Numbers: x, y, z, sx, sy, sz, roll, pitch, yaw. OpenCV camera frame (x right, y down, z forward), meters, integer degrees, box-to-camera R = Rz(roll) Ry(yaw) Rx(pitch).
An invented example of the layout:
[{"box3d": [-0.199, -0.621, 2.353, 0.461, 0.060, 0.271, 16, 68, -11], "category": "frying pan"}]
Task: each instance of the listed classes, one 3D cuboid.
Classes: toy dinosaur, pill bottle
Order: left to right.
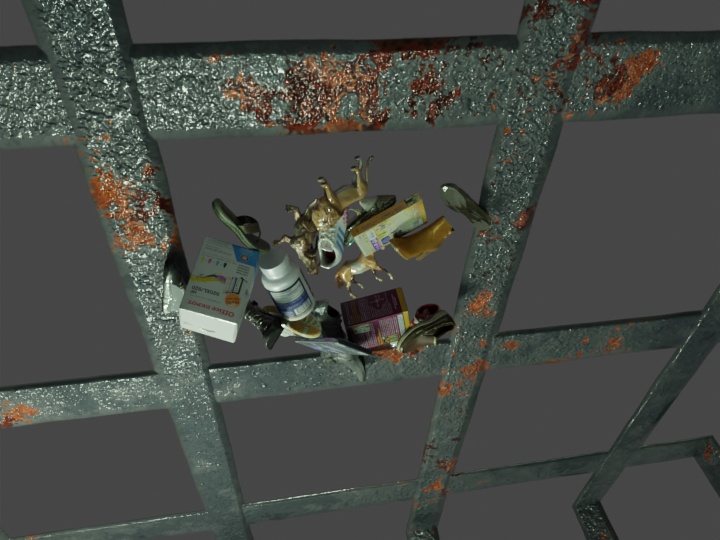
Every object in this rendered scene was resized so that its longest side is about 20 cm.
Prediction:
[{"box3d": [-0.206, 0.035, 1.486, 0.109, 0.112, 0.202, -17, 133, 4], "category": "pill bottle"}, {"box3d": [-0.139, -0.099, 1.399, 0.134, 0.085, 0.203, 4, 113, -46], "category": "toy dinosaur"}]

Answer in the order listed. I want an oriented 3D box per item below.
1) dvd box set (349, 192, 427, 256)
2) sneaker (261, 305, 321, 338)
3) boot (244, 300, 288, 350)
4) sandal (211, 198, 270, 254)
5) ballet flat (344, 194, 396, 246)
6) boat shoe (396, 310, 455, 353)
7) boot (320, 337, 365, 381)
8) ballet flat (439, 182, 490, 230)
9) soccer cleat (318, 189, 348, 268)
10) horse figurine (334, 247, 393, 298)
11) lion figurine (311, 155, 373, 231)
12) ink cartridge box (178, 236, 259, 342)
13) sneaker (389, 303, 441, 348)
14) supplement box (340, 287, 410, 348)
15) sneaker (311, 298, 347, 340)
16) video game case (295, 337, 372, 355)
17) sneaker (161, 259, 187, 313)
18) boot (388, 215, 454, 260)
[{"box3d": [0.078, -0.117, 1.411, 0.198, 0.030, 0.146, -29, 159, 4], "category": "dvd box set"}, {"box3d": [-0.203, 0.161, 1.605, 0.196, 0.077, 0.088, 16, 148, 14], "category": "sneaker"}, {"box3d": [-0.291, 0.130, 1.469, 0.172, 0.200, 0.070, 33, 95, -3], "category": "boot"}, {"box3d": [-0.290, -0.112, 1.359, 0.057, 0.080, 0.201, -38, 130, 5], "category": "sandal"}, {"box3d": [0.002, -0.144, 1.406, 0.075, 0.068, 0.199, 40, 117, -20], "category": "ballet flat"}, {"box3d": [0.203, 0.196, 1.636, 0.201, 0.075, 0.075, -33, 138, -16], "category": "boat shoe"}, {"box3d": [-0.058, 0.303, 1.807, 0.129, 0.070, 0.203, -15, 123, 6], "category": "boot"}, {"box3d": [0.284, -0.178, 1.452, 0.199, 0.047, 0.067, 34, 150, -29], "category": "ballet flat"}, {"box3d": [-0.073, -0.099, 1.377, 0.069, 0.086, 0.204, 10, 117, 17], "category": "soccer cleat"}, {"box3d": [0.000, 0.000, 1.538, 0.197, 0.050, 0.133, -26, 120, 19], "category": "horse figurine"}, {"box3d": [-0.037, -0.185, 1.310, 0.198, 0.073, 0.124, -28, 123, -10], "category": "lion figurine"}, {"box3d": [-0.353, 0.051, 1.360, 0.145, 0.203, 0.145, 16, 152, -8], "category": "ink cartridge box"}, {"box3d": [0.174, 0.172, 1.731, 0.198, 0.068, 0.109, -20, 133, 1], "category": "sneaker"}, {"box3d": [0.050, 0.152, 1.656, 0.196, 0.104, 0.132, -14, 136, -1], "category": "supplement box"}, {"box3d": [-0.085, 0.163, 1.652, 0.081, 0.076, 0.201, -23, 133, 17], "category": "sneaker"}, {"box3d": [-0.081, 0.226, 1.612, 0.198, 0.019, 0.142, -5, 156, 46], "category": "video game case"}, {"box3d": [-0.477, 0.042, 1.467, 0.113, 0.076, 0.201, 2, 142, -21], "category": "sneaker"}, {"box3d": [0.170, -0.096, 1.452, 0.144, 0.071, 0.200, -44, 155, 19], "category": "boot"}]
